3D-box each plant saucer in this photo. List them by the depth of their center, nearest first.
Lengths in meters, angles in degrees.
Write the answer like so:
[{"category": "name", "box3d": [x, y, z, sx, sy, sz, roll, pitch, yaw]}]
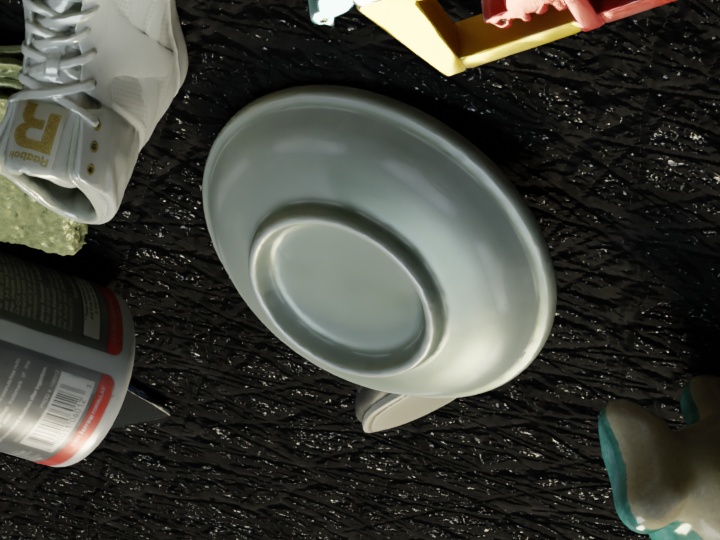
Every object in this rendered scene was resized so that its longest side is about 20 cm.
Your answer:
[{"category": "plant saucer", "box3d": [0.000, 0.000, 1.224, 0.200, 0.050, 0.200, 18, 137, 18]}]

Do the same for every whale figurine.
[{"category": "whale figurine", "box3d": [0.193, 0.134, 1.321, 0.200, 0.159, 0.104, 18, 138, -40]}]

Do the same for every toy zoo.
[{"category": "toy zoo", "box3d": [0.071, -0.134, 0.927, 0.200, 0.020, 0.131, -17, 149, 18]}]

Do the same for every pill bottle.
[{"category": "pill bottle", "box3d": [-0.244, 0.038, 1.419, 0.200, 0.116, 0.116, 21, 156, -31]}]

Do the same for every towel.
[{"category": "towel", "box3d": [-0.220, -0.074, 1.308, 0.148, 0.037, 0.200, 13, 154, 7]}]

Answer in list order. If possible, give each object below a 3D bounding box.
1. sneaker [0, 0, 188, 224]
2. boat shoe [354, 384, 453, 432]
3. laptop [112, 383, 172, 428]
[{"category": "sneaker", "box3d": [-0.132, -0.100, 1.108, 0.074, 0.116, 0.200, 12, 151, 17]}, {"category": "boat shoe", "box3d": [0.033, 0.040, 1.371, 0.067, 0.057, 0.200, -15, 164, -16]}, {"category": "laptop", "box3d": [-0.265, 0.103, 1.612, 0.200, 0.103, 0.177, 34, 151, -31]}]
